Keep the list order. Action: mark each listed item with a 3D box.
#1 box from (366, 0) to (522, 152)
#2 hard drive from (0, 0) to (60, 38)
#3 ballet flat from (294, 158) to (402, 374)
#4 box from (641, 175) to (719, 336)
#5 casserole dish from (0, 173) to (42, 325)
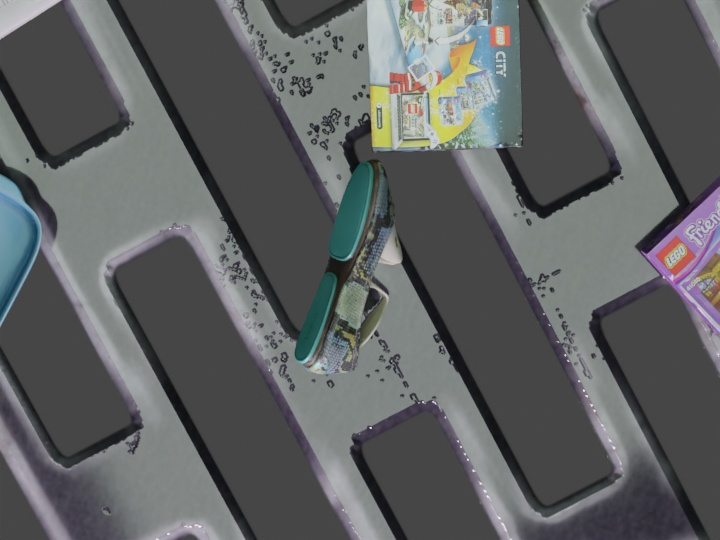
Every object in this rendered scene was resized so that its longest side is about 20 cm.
[{"bbox_3d":[0.074,-0.208,1.553,0.136,0.038,0.201,-2,96,1],"label":"box"},{"bbox_3d":[-0.296,-0.304,1.554,0.200,0.026,0.132,-32,95,4],"label":"hard drive"},{"bbox_3d":[0.000,0.000,1.570,0.074,0.074,0.200,20,98,-1],"label":"ballet flat"},{"bbox_3d":[0.373,-0.035,1.566,0.200,0.039,0.137,-43,94,5],"label":"box"},{"bbox_3d":[-0.367,0.001,1.582,0.121,0.039,0.200,29,95,-2],"label":"casserole dish"}]
